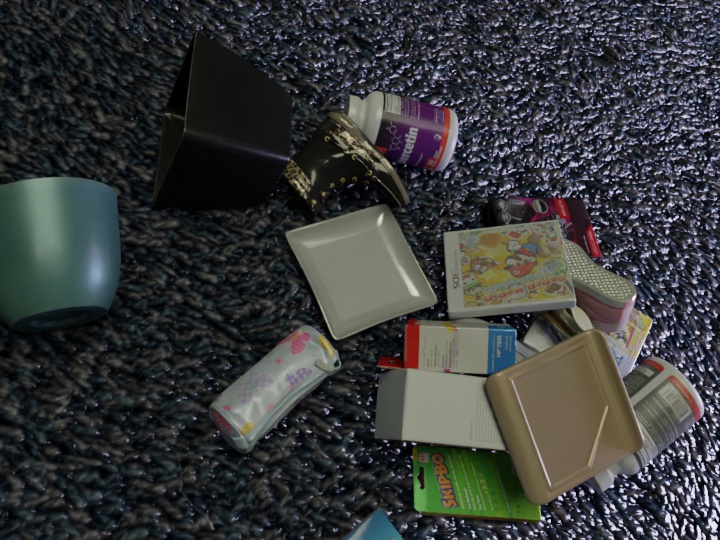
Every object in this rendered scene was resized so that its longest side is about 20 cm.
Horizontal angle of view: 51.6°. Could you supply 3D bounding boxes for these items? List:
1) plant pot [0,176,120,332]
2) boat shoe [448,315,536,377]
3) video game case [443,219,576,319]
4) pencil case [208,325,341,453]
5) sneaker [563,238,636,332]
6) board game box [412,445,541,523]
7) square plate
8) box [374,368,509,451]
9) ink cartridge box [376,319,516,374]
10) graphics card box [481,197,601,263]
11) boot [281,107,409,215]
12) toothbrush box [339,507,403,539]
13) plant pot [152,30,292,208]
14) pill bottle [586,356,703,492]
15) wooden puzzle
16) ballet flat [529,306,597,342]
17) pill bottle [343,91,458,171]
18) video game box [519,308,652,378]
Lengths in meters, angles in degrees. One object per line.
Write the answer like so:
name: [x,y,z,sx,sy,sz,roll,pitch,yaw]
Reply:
plant pot: [-0.415,-0.011,0.999,0.198,0.201,0.163,-10,77,-22]
boat shoe: [0.222,0.141,1.179,0.198,0.074,0.067,26,65,4]
video game case: [0.237,-0.005,1.215,0.197,0.023,0.184,-6,46,9]
pencil case: [-0.118,0.167,1.054,0.090,0.084,0.199,33,56,29]
sneaker: [0.367,0.030,1.242,0.075,0.106,0.200,-33,47,-19]
board game box: [0.168,0.315,1.097,0.197,0.030,0.097,10,59,-15]
square plate: [0.000,0.000,1.215,0.196,0.029,0.202,-17,69,-25]
box: [0.133,0.204,1.071,0.197,0.124,0.099,9,76,-15]
ink cartridge box: [0.126,0.111,1.105,0.197,0.116,0.068,2,90,5]
graphics card box: [0.325,-0.067,1.339,0.197,0.051,0.127,-1,63,-16]
boot: [-0.028,-0.150,1.241,0.150,0.073,0.200,-42,98,-4]
toothbrush box: [0.023,0.438,0.950,0.146,0.086,0.201,-33,75,-30]
plant pot: [-0.212,-0.215,1.178,0.175,0.200,0.202,12,59,-23]
pill bottle: [0.408,0.235,1.132,0.199,0.116,0.116,-37,76,-5]
wooden puzzle: [0.285,0.201,1.043,0.198,0.037,0.187,-20,88,-18]
ballet flat: [0.315,0.057,1.208,0.072,0.072,0.200,-35,73,-30]
pill bottle: [0.067,-0.250,1.321,0.197,0.113,0.114,10,60,-11]
video game box: [0.382,0.109,1.264,0.181,0.047,0.201,35,58,6]
